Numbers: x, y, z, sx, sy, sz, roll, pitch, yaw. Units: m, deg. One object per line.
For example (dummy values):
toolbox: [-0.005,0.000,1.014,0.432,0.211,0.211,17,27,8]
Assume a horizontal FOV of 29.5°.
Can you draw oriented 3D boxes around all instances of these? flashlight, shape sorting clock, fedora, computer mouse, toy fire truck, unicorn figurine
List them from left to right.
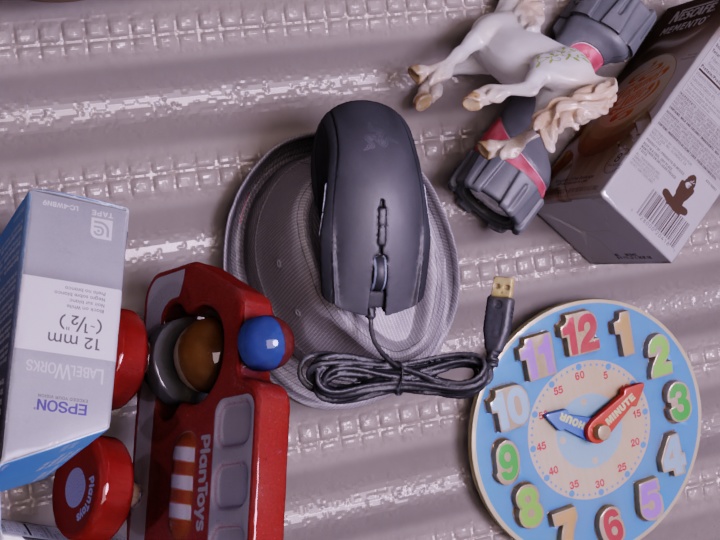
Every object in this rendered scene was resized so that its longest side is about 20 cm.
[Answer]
toy fire truck: [-0.096,0.092,0.838,0.112,0.168,0.200,16,71,-38]
fedora: [0.000,0.000,0.934,0.177,0.090,0.200,-17,97,-19]
computer mouse: [0.037,-0.013,0.872,0.140,0.046,0.200,6,79,-12]
unicorn figurine: [0.103,-0.156,0.965,0.137,0.074,0.200,-34,64,-16]
flashlight: [0.145,-0.122,1.000,0.068,0.068,0.200,42,77,-20]
shape sorting clock: [0.173,0.120,1.029,0.200,0.039,0.200,0,91,-20]

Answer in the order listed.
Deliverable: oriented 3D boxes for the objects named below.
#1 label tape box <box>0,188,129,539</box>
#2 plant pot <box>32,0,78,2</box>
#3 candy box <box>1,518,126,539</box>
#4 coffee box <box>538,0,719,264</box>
label tape box: [-0.192,0.072,0.805,0.066,0.143,0.200,9,68,-24]
plant pot: [-0.201,-0.263,0.855,0.201,0.093,0.201,0,90,-21]
candy box: [-0.218,0.233,0.871,0.200,0.061,0.137,13,85,-20]
coffee box: [0.229,-0.105,1.008,0.080,0.114,0.200,41,76,-16]
